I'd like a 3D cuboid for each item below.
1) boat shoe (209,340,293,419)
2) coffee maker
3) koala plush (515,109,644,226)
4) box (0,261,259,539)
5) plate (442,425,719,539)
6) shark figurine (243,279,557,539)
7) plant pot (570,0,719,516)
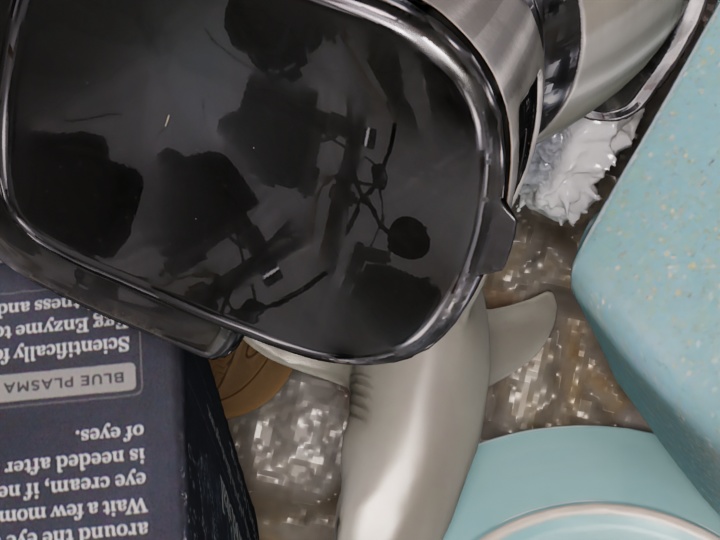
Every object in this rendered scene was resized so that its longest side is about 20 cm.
[{"bbox_3d":[-0.064,-0.051,0.853,0.072,0.065,0.201,-15,97,-13],"label":"boat shoe"},{"bbox_3d":[-0.021,-0.070,0.668,0.191,0.200,0.135,0,113,25],"label":"coffee maker"},{"bbox_3d":[0.065,-0.132,0.793,0.177,0.184,0.200,44,104,14],"label":"koala plush"},{"bbox_3d":[-0.087,0.127,0.696,0.117,0.197,0.201,-6,63,2],"label":"box"},{"bbox_3d":[0.074,0.139,0.783,0.199,0.026,0.201,1,67,-2],"label":"plate"},{"bbox_3d":[0.001,-0.021,0.788,0.128,0.089,0.215,-29,88,-28],"label":"shark figurine"},{"bbox_3d":[0.174,0.011,0.723,0.200,0.196,0.197,27,81,19],"label":"plant pot"}]
